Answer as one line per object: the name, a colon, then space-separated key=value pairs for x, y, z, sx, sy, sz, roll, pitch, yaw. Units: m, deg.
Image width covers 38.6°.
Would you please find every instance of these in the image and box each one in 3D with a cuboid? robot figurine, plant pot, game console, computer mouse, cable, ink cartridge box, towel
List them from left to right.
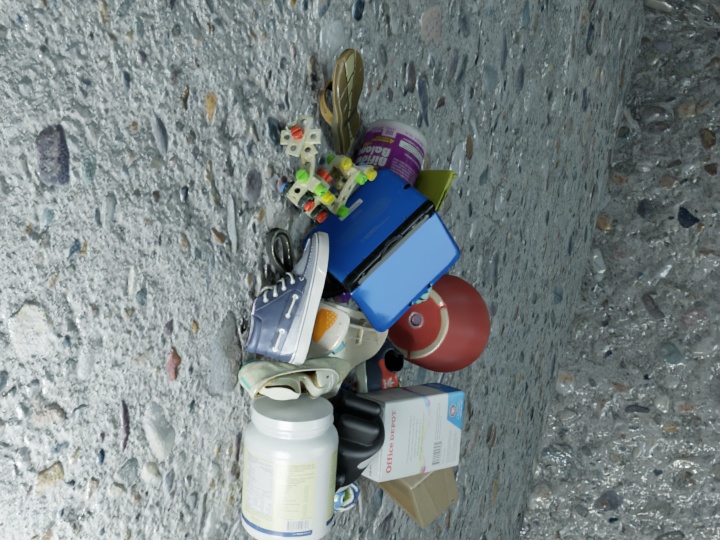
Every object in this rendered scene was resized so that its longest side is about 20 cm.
cable: x=-0.102 y=0.030 z=1.575 sx=0.097 sy=0.050 sz=0.200 roll=-17 pitch=119 yaw=-42
robot figurine: x=-0.038 y=0.284 z=1.693 sx=0.150 sy=0.125 sz=0.200 roll=-29 pitch=160 yaw=-43
computer mouse: x=0.000 y=0.000 z=1.730 sx=0.200 sy=0.059 sz=0.034 roll=-20 pitch=160 yaw=-28
game console: x=0.035 y=-0.034 z=1.674 sx=0.200 sy=0.171 sz=0.118 roll=-43 pitch=155 yaw=-14
ink cartridge box: x=0.084 y=0.286 z=1.841 sx=0.200 sy=0.085 sz=0.145 roll=-2 pitch=100 yaw=-41
towel: x=0.088 y=-0.134 z=1.794 sx=0.018 sy=0.200 sz=0.086 roll=31 pitch=76 yaw=-32
plant pot: x=0.131 y=0.099 z=1.969 sx=0.177 sy=0.200 sz=0.201 roll=11 pitch=89 yaw=-66

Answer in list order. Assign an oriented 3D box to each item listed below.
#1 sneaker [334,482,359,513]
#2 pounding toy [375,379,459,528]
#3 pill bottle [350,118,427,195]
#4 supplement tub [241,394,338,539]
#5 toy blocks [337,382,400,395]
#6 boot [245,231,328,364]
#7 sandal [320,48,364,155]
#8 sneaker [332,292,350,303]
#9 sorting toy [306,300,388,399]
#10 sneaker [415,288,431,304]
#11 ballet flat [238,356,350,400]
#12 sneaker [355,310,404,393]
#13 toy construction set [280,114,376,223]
sneaker: x=-0.039 y=0.411 z=1.861 sx=0.200 sy=0.077 sz=0.076 roll=23 pitch=77 yaw=-68
pounding toy: x=0.099 y=0.363 z=2.047 sx=0.142 sy=0.200 sz=0.184 roll=-36 pitch=139 yaw=-19
pill bottle: x=0.036 y=-0.149 z=1.756 sx=0.112 sy=0.112 sz=0.200 roll=56 pitch=48 yaw=-59
supplement tub: x=-0.108 y=0.300 z=1.568 sx=0.145 sy=0.145 sz=0.201 roll=-26 pitch=123 yaw=-62
toy blocks: x=-0.003 y=0.259 z=1.866 sx=0.200 sy=0.100 sz=0.137 roll=-56 pitch=140 yaw=-18
boot: x=-0.107 y=0.033 z=1.513 sx=0.073 sy=0.090 sz=0.201 roll=168 pitch=-66 yaw=-77
sandal: x=-0.035 y=-0.266 z=1.631 sx=0.080 sy=0.054 sz=0.200 roll=-57 pitch=163 yaw=-32
sneaker: x=0.013 y=-0.021 z=1.788 sx=0.081 sy=0.088 sz=0.200 roll=78 pitch=33 yaw=-44
sorting toy: x=-0.056 y=0.147 z=1.700 sx=0.200 sy=0.107 sz=0.180 roll=20 pitch=89 yaw=-69
sneaker: x=0.071 y=-0.010 z=1.843 sx=0.078 sy=0.200 sz=0.140 roll=25 pitch=70 yaw=-26
ballet flat: x=-0.093 y=0.171 z=1.557 sx=0.200 sy=0.062 sz=0.068 roll=1 pitch=129 yaw=-35
sneaker: x=0.036 y=0.143 z=1.851 sx=0.200 sy=0.084 sz=0.075 roll=-89 pitch=174 yaw=-49
toy construction set: x=-0.058 y=-0.146 z=1.567 sx=0.131 sy=0.092 sz=0.200 roll=-53 pitch=146 yaw=-1
